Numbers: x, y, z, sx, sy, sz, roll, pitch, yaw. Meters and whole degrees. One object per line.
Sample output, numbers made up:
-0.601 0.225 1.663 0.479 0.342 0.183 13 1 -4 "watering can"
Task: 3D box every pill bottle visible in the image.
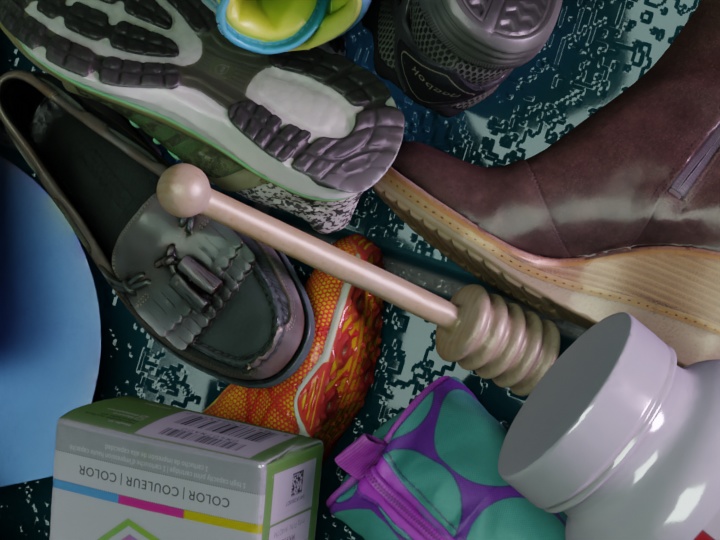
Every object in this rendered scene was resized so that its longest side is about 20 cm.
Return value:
0.158 0.110 0.901 0.200 0.112 0.112 38 99 -10 "pill bottle"

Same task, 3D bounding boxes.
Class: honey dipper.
0.000 0.000 0.948 0.199 0.038 0.038 27 98 -25 "honey dipper"

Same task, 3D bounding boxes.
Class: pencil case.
0.075 0.144 0.960 0.200 0.092 0.085 48 113 11 "pencil case"

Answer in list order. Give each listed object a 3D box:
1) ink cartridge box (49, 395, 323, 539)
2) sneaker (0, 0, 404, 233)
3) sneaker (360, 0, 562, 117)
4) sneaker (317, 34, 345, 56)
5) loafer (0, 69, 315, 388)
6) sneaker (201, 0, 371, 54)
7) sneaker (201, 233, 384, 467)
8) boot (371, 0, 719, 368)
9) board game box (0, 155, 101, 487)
-0.082 0.165 0.960 0.103 0.059 0.202 10 102 25 "ink cartridge box"
-0.078 -0.070 0.961 0.199 0.089 0.077 30 58 12 "sneaker"
0.055 -0.147 0.955 0.076 0.114 0.200 29 55 -14 "sneaker"
-0.108 -0.129 1.011 0.200 0.078 0.090 37 102 11 "sneaker"
-0.101 -0.021 0.985 0.072 0.063 0.200 -50 59 8 "loafer"
-0.051 -0.157 0.931 0.199 0.079 0.131 11 71 52 "sneaker"
-0.048 0.072 1.001 0.077 0.073 0.201 27 95 18 "sneaker"
0.121 -0.057 0.973 0.199 0.072 0.167 27 85 13 "boot"
-0.214 0.034 1.059 0.198 0.039 0.159 -13 81 11 "board game box"
